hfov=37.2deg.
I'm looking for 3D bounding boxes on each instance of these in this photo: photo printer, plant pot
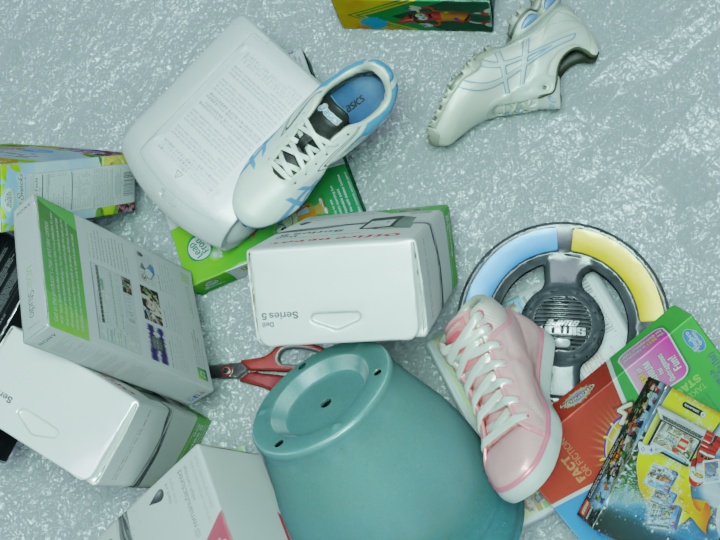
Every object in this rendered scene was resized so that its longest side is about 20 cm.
[{"bbox_3d":[-0.128,-0.131,1.067,0.166,0.069,0.200,43,88,14],"label":"photo printer"},{"bbox_3d":[0.010,0.171,0.911,0.200,0.200,0.188,-32,116,2],"label":"plant pot"}]

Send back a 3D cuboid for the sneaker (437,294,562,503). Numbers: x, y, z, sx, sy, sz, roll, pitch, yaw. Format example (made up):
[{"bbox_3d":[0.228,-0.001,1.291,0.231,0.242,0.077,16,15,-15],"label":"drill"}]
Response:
[{"bbox_3d":[0.108,0.096,0.893,0.104,0.201,0.075,36,124,-16],"label":"sneaker"}]

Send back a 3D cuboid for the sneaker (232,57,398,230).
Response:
[{"bbox_3d":[-0.046,-0.121,0.983,0.072,0.072,0.200,43,85,10],"label":"sneaker"}]

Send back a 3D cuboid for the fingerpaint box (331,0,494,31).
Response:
[{"bbox_3d":[0.064,-0.360,1.126,0.166,0.073,0.201,4,78,11],"label":"fingerpaint box"}]

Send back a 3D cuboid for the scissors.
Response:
[{"bbox_3d":[-0.122,0.096,1.089,0.199,0.014,0.074,11,82,13],"label":"scissors"}]

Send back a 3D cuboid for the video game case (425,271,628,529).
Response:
[{"bbox_3d":[0.186,0.115,1.024,0.181,0.022,0.201,-28,75,3],"label":"video game case"}]

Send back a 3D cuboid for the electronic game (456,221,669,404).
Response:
[{"bbox_3d":[0.189,0.052,1.004,0.199,0.042,0.201,-2,78,9],"label":"electronic game"}]

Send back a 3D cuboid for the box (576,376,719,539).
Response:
[{"bbox_3d":[0.306,0.198,0.925,0.199,0.038,0.137,28,91,-11],"label":"box"}]

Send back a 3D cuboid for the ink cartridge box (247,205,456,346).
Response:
[{"bbox_3d":[0.000,0.000,0.954,0.145,0.200,0.084,-4,100,13],"label":"ink cartridge box"}]

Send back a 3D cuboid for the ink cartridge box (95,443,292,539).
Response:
[{"bbox_3d":[-0.158,0.272,0.948,0.200,0.085,0.146,-45,51,22],"label":"ink cartridge box"}]

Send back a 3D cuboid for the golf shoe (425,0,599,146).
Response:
[{"bbox_3d":[0.154,-0.185,1.073,0.097,0.078,0.200,44,89,10],"label":"golf shoe"}]

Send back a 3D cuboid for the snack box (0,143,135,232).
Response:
[{"bbox_3d":[-0.347,-0.086,1.053,0.168,0.200,0.068,6,102,23],"label":"snack box"}]

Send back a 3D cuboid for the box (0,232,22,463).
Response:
[{"bbox_3d":[-0.367,0.069,1.075,0.141,0.079,0.201,21,81,43],"label":"box"}]

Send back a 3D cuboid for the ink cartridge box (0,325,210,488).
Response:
[{"bbox_3d":[-0.247,0.135,1.003,0.145,0.200,0.084,27,83,14],"label":"ink cartridge box"}]

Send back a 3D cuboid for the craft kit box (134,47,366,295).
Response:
[{"bbox_3d":[-0.115,-0.104,1.117,0.197,0.049,0.201,-23,74,7],"label":"craft kit box"}]

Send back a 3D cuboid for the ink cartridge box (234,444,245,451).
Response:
[{"bbox_3d":[-0.124,0.290,1.027,0.145,0.048,0.200,-35,76,2],"label":"ink cartridge box"}]

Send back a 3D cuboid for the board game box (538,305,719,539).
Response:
[{"bbox_3d":[0.252,0.154,0.956,0.200,0.040,0.153,-40,103,2],"label":"board game box"}]

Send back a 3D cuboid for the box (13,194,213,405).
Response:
[{"bbox_3d":[-0.223,0.030,0.972,0.036,0.200,0.145,-32,52,21],"label":"box"}]
